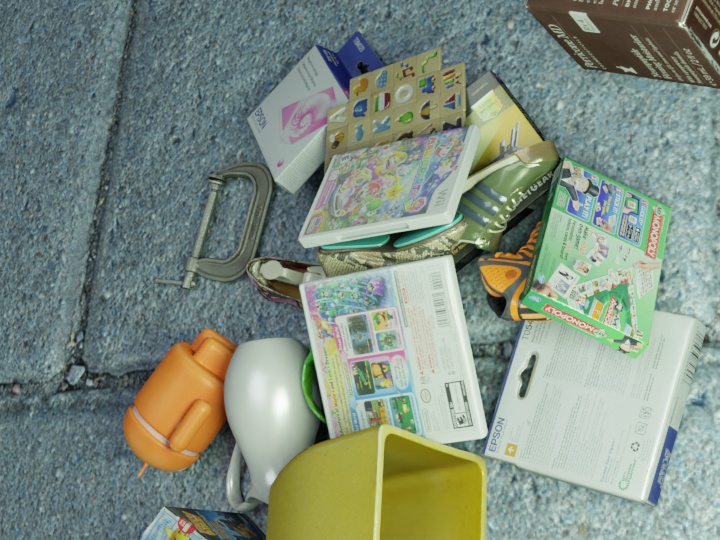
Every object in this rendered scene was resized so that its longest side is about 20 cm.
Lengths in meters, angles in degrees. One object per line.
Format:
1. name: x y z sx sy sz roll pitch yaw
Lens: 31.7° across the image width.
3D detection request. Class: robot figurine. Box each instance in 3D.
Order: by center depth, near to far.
1. robot figurine: -0.229 0.175 1.645 0.144 0.116 0.201 40 95 33

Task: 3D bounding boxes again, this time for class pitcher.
1. pitcher: -0.120 0.194 1.568 0.171 0.121 0.202 -19 72 46

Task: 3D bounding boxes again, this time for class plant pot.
1. plant pot: 0.002 0.292 1.389 0.199 0.195 0.196 -13 65 37

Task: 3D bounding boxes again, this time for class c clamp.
1. c clamp: -0.202 -0.063 1.775 0.170 0.027 0.202 13 80 38

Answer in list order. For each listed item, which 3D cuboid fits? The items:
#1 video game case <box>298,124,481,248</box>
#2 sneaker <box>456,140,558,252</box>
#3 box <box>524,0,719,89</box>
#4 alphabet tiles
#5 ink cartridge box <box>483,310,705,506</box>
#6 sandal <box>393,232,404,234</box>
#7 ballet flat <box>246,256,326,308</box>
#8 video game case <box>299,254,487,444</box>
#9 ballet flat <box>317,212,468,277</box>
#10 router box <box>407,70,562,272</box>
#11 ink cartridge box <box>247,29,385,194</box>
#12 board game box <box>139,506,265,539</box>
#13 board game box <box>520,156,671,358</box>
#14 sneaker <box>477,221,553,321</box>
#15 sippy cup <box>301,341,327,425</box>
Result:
1. video game case: 0.033 -0.096 1.447 0.199 0.018 0.144 -9 43 33
2. sneaker: 0.147 -0.066 1.437 0.199 0.067 0.091 -25 81 25
3. box: 0.326 -0.318 1.411 0.199 0.166 0.165 16 82 39
4. alphabet tiles: 0.040 -0.178 1.528 0.199 0.006 0.168 -15 61 31
5. ink cartridge box: 0.248 0.131 1.357 0.199 0.043 0.198 11 77 41
6. sandal: -0.001 0.000 1.545 0.048 0.075 0.202 -82 11 -60
7. ballet flat: -0.069 0.015 1.621 0.199 0.071 0.070 8 76 37
8. video game case: 0.035 0.097 1.399 0.181 0.024 0.202 -11 93 23
9. ballet flat: 0.043 -0.015 1.431 0.199 0.068 0.076 -10 111 32
10. router box: 0.128 -0.112 1.508 0.200 0.052 0.158 -40 76 15
11. ink cartridge box: -0.058 -0.224 1.690 0.200 0.043 0.197 -47 32 12
12. board game box: -0.154 0.345 1.466 0.200 0.199 0.062 38 94 39
13. board game box: 0.250 -0.017 1.329 0.029 0.134 0.201 -58 8 50
14. sneaker: 0.187 -0.021 1.402 0.111 0.078 0.201 -7 36 21
15. sippy cup: 0.027 0.111 1.485 0.178 0.139 0.131 -51 58 36
